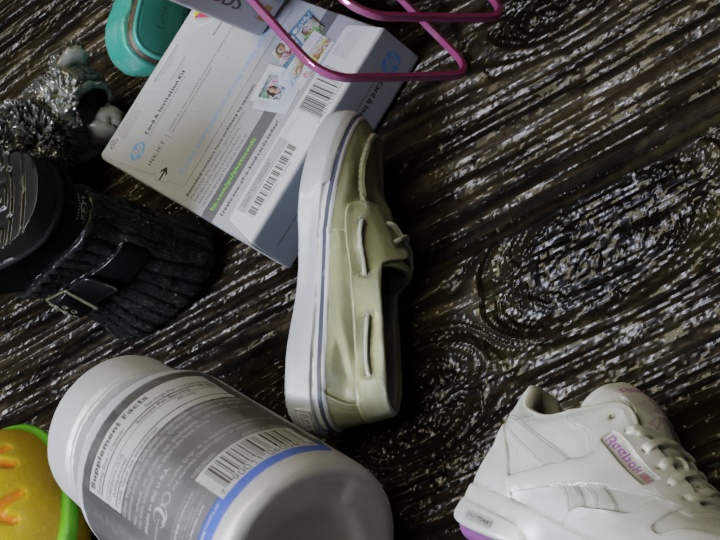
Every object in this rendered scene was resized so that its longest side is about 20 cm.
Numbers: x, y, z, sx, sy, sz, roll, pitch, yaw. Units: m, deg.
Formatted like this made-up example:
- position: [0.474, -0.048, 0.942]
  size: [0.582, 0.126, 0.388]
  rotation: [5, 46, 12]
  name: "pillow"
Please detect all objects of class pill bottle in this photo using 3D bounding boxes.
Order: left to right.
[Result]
- position: [-0.083, 0.121, 0.972]
  size: [0.200, 0.114, 0.114]
  rotation: [24, 83, 50]
  name: "pill bottle"

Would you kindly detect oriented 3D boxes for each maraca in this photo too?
- position: [-0.216, 0.180, 1.069]
  size: [0.137, 0.107, 0.201]
  rotation: [-41, 43, 21]
  name: "maraca"

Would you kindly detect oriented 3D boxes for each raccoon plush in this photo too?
- position: [-0.265, -0.104, 1.257]
  size: [0.097, 0.199, 0.135]
  rotation: [122, 156, -56]
  name: "raccoon plush"

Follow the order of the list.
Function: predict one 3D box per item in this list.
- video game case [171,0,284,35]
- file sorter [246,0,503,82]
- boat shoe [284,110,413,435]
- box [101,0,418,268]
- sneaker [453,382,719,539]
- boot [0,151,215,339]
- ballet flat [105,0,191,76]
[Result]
- position: [-0.048, -0.239, 1.057]
  size: [0.023, 0.182, 0.200]
  rotation: [39, 101, 19]
  name: "video game case"
- position: [0.029, -0.217, 1.004]
  size: [0.126, 0.138, 0.201]
  rotation: [49, 127, 31]
  name: "file sorter"
- position: [0.000, 0.000, 1.016]
  size: [0.062, 0.072, 0.201]
  rotation: [-3, 64, 15]
  name: "boat shoe"
- position: [-0.071, -0.104, 1.160]
  size: [0.200, 0.041, 0.156]
  rotation: [28, 85, 48]
  name: "box"
- position: [0.126, 0.101, 0.808]
  size: [0.199, 0.075, 0.100]
  rotation: [13, 76, 48]
  name: "sneaker"
- position: [-0.214, -0.003, 1.147]
  size: [0.210, 0.157, 0.080]
  rotation: [-12, 69, 36]
  name: "boot"
- position: [-0.140, -0.227, 1.292]
  size: [0.070, 0.067, 0.201]
  rotation: [-17, 51, 54]
  name: "ballet flat"
